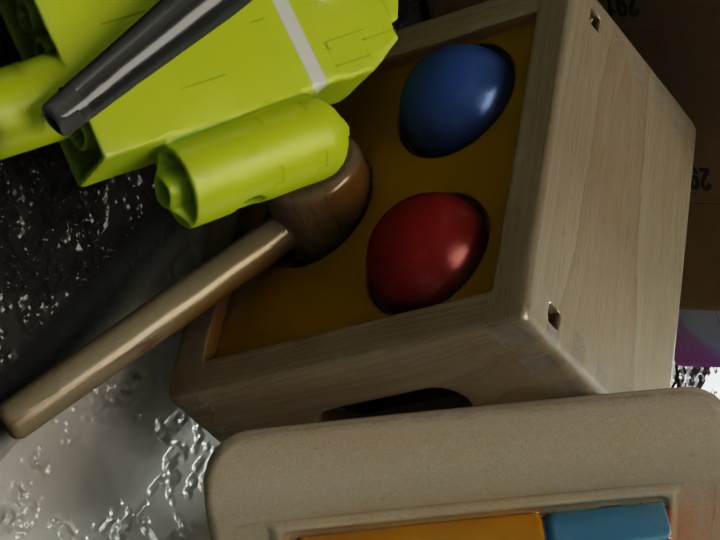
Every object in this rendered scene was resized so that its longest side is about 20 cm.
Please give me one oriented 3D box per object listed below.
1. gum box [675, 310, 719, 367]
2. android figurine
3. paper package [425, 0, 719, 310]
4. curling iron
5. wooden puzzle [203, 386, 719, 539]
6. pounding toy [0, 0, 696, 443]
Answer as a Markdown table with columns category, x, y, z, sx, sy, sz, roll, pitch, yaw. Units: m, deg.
| category | x | y | z | sx | sy | sz | roll | pitch | yaw |
| --- | --- | --- | --- | --- | --- | --- | --- | --- | --- |
| gum box | 0.191 | -0.052 | 1.081 | 0.066 | 0.113 | 0.200 | -40 | 119 | -41 |
| android figurine | -0.065 | -0.107 | 0.786 | 0.200 | 0.041 | 0.182 | -19 | 81 | -28 |
| paper package | 0.147 | -0.084 | 0.965 | 0.103 | 0.200 | 0.191 | -35 | 116 | -43 |
| curling iron | -0.036 | -0.118 | 0.751 | 0.200 | 0.026 | 0.050 | -46 | 121 | -12 |
| wooden puzzle | 0.043 | 0.131 | 0.808 | 0.037 | 0.184 | 0.200 | -96 | -179 | -48 |
| pounding toy | 0.000 | 0.000 | 0.832 | 0.142 | 0.200 | 0.185 | 45 | 44 | -39 |
